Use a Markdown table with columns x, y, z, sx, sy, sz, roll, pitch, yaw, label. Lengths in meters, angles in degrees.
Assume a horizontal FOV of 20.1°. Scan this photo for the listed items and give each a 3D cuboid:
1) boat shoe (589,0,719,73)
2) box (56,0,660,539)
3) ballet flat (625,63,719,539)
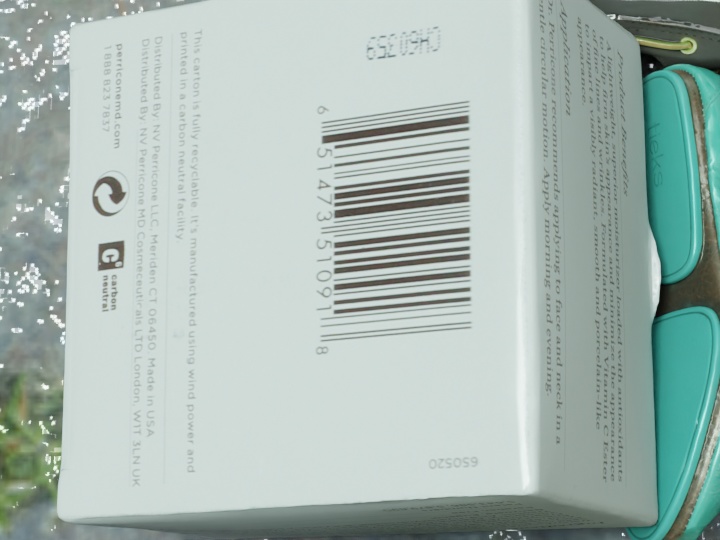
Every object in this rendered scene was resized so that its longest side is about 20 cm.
| x | y | z | sx | sy | sz | roll | pitch | yaw | label |
| --- | --- | --- | --- | --- | --- | --- | --- | --- | --- |
| 0.132 | -0.115 | 0.845 | 0.201 | 0.061 | 0.072 | 13 | 36 | 4 | boat shoe |
| 0.000 | 0.000 | 0.781 | 0.200 | 0.131 | 0.199 | -7 | 76 | 27 | box |
| 0.145 | 0.016 | 0.810 | 0.070 | 0.067 | 0.200 | 9 | 76 | -27 | ballet flat |
